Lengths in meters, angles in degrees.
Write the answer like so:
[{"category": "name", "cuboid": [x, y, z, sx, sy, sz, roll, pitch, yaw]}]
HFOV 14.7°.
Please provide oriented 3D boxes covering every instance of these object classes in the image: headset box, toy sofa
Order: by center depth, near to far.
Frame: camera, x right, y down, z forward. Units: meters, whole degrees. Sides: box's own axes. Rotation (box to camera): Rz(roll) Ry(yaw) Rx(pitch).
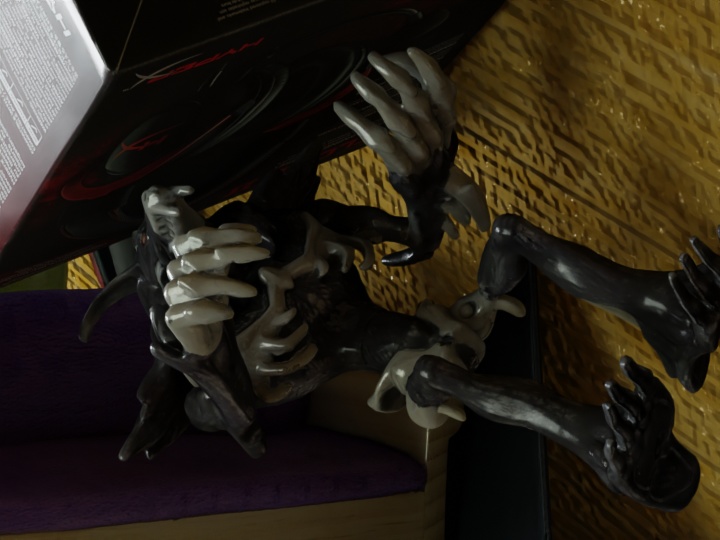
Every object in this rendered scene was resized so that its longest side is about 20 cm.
[{"category": "headset box", "cuboid": [-0.045, -0.071, 0.787, 0.075, 0.148, 0.200, 64, 154, 9]}, {"category": "toy sofa", "cuboid": [-0.071, 0.052, 0.835, 0.083, 0.200, 0.098, 11, 100, 52]}]

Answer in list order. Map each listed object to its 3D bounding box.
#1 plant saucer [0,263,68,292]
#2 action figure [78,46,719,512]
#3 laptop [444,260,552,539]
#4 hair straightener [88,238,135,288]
[{"category": "plant saucer", "cuboid": [-0.192, -0.027, 1.080, 0.031, 0.200, 0.200, -18, 94, 35]}, {"category": "action figure", "cuboid": [0.000, 0.000, 0.746, 0.200, 0.119, 0.102, 11, 142, 30]}, {"category": "laptop", "cuboid": [0.079, 0.130, 0.860, 0.200, 0.116, 0.187, 35, 149, 5]}, {"category": "hair straightener", "cuboid": [-0.068, 0.027, 1.045, 0.077, 0.041, 0.200, 28, 134, 55]}]
